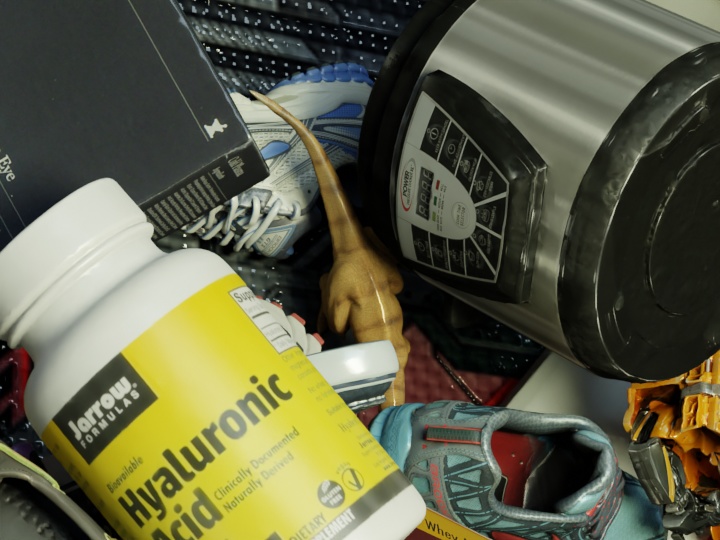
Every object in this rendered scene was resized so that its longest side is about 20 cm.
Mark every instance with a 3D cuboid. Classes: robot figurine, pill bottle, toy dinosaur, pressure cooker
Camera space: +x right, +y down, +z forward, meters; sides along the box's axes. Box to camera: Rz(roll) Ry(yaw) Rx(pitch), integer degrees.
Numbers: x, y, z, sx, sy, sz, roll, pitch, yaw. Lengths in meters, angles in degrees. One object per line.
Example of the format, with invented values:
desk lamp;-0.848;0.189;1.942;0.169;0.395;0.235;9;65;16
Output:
robot figurine;0.200;0.084;1.353;0.200;0.058;0.146;40;49;-46
pill bottle;-0.074;0.062;1.108;0.111;0.111;0.200;-36;82;-36
toy dinosaur;0.000;0.000;1.304;0.060;0.106;0.201;-17;92;-1
pressure cooker;0.096;-0.054;1.268;0.176;0.199;0.179;-51;141;-11

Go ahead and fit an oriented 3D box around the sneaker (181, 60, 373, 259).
sneaker;-0.061;-0.046;1.328;0.199;0.077;0.086;-19;82;-33

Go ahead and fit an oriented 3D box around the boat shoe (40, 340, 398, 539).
boat shoe;-0.059;0.102;1.204;0.071;0.199;0.092;-2;71;-65

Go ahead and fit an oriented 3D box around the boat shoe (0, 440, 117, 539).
boat shoe;-0.162;0.104;1.099;0.201;0.061;0.072;38;69;-2

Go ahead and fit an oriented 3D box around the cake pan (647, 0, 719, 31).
cake pan;0.172;-0.156;1.456;0.200;0.200;0.037;41;96;-6

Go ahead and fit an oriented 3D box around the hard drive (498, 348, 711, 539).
hard drive;0.137;0.101;1.398;0.132;0.027;0.200;46;54;-4

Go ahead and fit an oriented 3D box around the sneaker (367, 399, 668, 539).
sneaker;0.097;0.115;1.278;0.199;0.095;0.080;20;66;-42

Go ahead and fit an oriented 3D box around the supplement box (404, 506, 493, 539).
supplement box;0.062;0.241;1.161;0.196;0.133;0.201;28;27;-28

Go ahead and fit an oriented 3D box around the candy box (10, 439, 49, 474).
candy box;-0.171;0.204;1.136;0.167;0.072;0.201;-29;83;-24

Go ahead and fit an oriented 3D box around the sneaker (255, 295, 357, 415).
sneaker;-0.042;0.106;1.266;0.082;0.078;0.201;-9;72;-30

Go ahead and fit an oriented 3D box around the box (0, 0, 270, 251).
box;-0.169;-0.091;1.221;0.181;0.104;0.201;-29;83;0
